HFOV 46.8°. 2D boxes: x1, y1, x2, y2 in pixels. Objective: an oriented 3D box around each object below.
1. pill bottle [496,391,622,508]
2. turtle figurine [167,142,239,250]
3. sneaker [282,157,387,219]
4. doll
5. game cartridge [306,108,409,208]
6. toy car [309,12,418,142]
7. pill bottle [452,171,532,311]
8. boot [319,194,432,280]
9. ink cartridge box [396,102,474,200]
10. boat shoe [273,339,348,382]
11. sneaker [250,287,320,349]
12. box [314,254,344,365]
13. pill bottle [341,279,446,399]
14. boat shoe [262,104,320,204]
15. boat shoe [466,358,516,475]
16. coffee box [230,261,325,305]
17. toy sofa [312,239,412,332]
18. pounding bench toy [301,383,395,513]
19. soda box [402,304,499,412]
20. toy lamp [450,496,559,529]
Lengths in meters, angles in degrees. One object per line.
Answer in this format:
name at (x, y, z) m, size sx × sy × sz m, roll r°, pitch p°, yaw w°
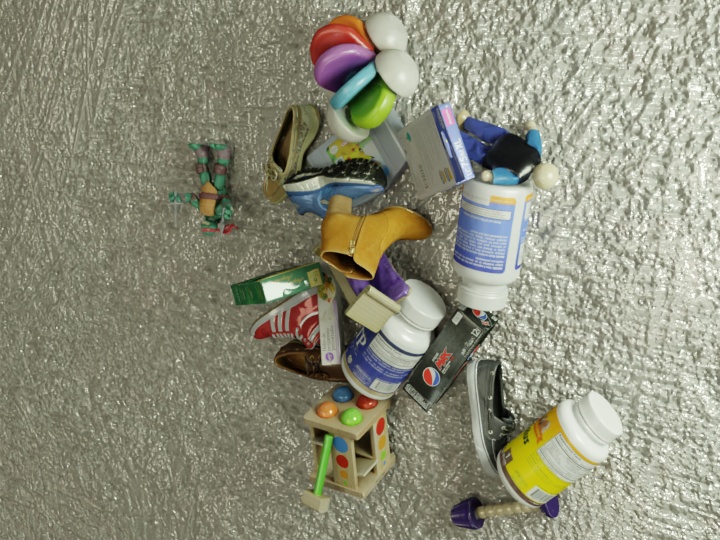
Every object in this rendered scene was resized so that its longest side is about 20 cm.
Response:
pill bottle at (0.319, 0.283, 1.331) m, size 0.110 × 0.109 × 0.200 m, roll 50°, pitch 118°, yaw 11°
turtle figurine at (-0.301, -0.145, 1.634) m, size 0.146 × 0.100 × 0.206 m, roll 4°, pitch 91°, yaw 17°
sneaker at (-0.037, -0.135, 1.446) m, size 0.196 × 0.079 × 0.091 m, roll -4°, pitch 120°, yaw 32°
doll at (0.221, -0.184, 1.275) m, size 0.199 × 0.136 × 0.049 m, roll 36°, pitch 158°, yaw 34°
game cartridge at (0.003, -0.193, 1.459) m, size 0.199 × 0.040 × 0.135 m, roll -34°, pitch 87°, yaw 35°
toy car at (-0.012, -0.324, 1.339) m, size 0.174 × 0.148 × 0.204 m, roll -36°, pitch 52°, yaw 33°
pill bottle at (0.205, -0.045, 1.320) m, size 0.110 × 0.111 × 0.205 m, roll 17°, pitch 112°, yaw 28°
boot at (0.027, -0.041, 1.373) m, size 0.197 × 0.146 × 0.071 m, roll 14°, pitch 139°, yaw -13°
ink cartridge box at (0.119, -0.185, 1.298) m, size 0.200 × 0.041 × 0.122 m, roll 168°, pitch 81°, yaw -77°
boat shoe at (-0.079, 0.181, 1.596) m, size 0.196 × 0.067 × 0.074 m, roll 6°, pitch 107°, yaw 32°
sneaker at (-0.127, 0.116, 1.607) m, size 0.198 × 0.071 × 0.114 m, roll -33°, pitch 81°, yaw 33°
box at (-0.056, 0.071, 1.527) m, size 0.038 × 0.041 × 0.205 m, roll -6°, pitch 83°, yaw 13°
pill bottle at (0.061, 0.118, 1.455) m, size 0.120 × 0.119 × 0.201 m, roll 44°, pitch 122°, yaw 15°
boat shoe at (-0.141, -0.214, 1.522) m, size 0.073 × 0.062 × 0.203 m, roll 43°, pitch 120°, yaw 34°
boat shoe at (0.231, 0.249, 1.415) m, size 0.065 × 0.069 × 0.205 m, roll -7°, pitch 92°, yaw 35°
coffee box at (-0.154, 0.026, 1.522) m, size 0.199 × 0.121 × 0.045 m, roll -8°, pitch 99°, yaw 67°
toy sofa at (0.000, 0.000, 1.419) m, size 0.098 × 0.082 × 0.201 m, roll -47°, pitch 39°, yaw 14°
pounding bench toy at (-0.038, 0.320, 1.514) m, size 0.122 × 0.199 × 0.160 m, roll 10°, pitch 119°, yaw 30°
soda box at (0.153, 0.145, 1.430) m, size 0.063 × 0.070 × 0.202 m, roll 40°, pitch 122°, yaw 14°
toy lamp at (0.246, 0.416, 1.454) m, size 0.197 × 0.058 × 0.059 m, roll -23°, pitch 91°, yaw 35°
